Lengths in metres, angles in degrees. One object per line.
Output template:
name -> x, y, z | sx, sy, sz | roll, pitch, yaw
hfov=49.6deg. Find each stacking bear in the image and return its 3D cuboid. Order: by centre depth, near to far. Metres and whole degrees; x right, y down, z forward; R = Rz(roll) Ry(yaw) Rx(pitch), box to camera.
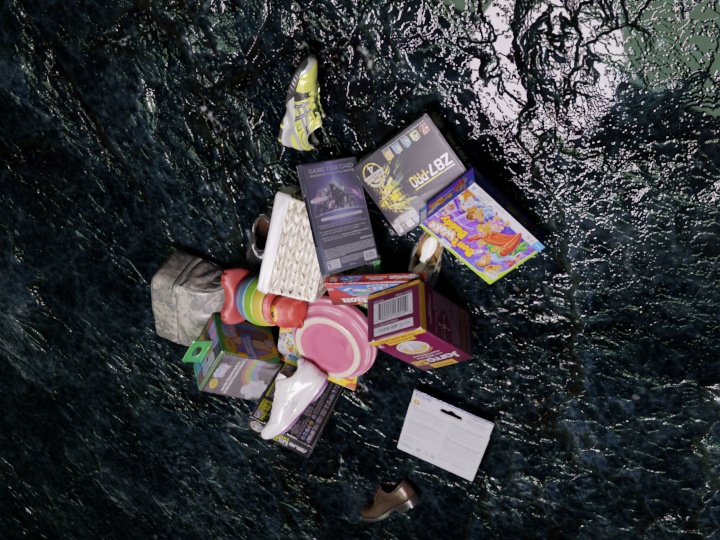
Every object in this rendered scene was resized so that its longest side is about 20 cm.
stacking bear -> -0.190, 0.068, 1.628 | 0.197, 0.112, 0.125 | 14, 107, 43

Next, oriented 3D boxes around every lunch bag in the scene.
lunch bag -> -0.372, 0.076, 1.778 | 0.164, 0.140, 0.203 | 19, 129, 13

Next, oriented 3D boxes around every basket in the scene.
basket -> -0.112, -0.051, 1.533 | 0.120, 0.136, 0.205 | 15, 104, 8

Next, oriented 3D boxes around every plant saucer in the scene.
plant saucer -> -0.061, 0.150, 1.637 | 0.196, 0.051, 0.205 | 13, 125, 19

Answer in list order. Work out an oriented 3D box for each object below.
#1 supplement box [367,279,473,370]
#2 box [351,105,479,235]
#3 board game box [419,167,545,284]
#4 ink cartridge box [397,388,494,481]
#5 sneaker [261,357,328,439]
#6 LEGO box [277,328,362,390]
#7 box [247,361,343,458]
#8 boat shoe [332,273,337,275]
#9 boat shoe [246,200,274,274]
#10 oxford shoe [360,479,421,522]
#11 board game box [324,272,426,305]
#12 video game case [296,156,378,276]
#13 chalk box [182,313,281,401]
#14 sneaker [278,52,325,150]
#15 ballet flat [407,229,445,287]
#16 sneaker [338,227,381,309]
supplement box -> 0.118, 0.112, 1.535 | 0.129, 0.106, 0.199 | -19, 148, 33
box -> 0.102, -0.179, 1.432 | 0.198, 0.049, 0.162 | -30, 104, 36
board game box -> 0.219, -0.076, 1.405 | 0.199, 0.045, 0.134 | 36, 126, -26
ink cartridge box -> 0.194, 0.366, 1.771 | 0.193, 0.043, 0.203 | 22, 127, 12
sneaker -> -0.157, 0.272, 1.669 | 0.099, 0.075, 0.201 | 41, 102, 2
LEGO box -> -0.079, 0.155, 1.733 | 0.196, 0.078, 0.151 | 20, 128, 12
box -> -0.146, 0.311, 1.791 | 0.157, 0.201, 0.045 | 23, 132, 7
boat shoe -> -0.130, 0.014, 1.673 | 0.197, 0.057, 0.068 | -18, 114, 33
boat shoe -> -0.211, -0.060, 1.655 | 0.071, 0.068, 0.202 | 30, 134, 2
oxford shoe -> 0.063, 0.574, 1.969 | 0.199, 0.072, 0.085 | -37, 87, 36
board game box -> 0.034, 0.038, 1.529 | 0.195, 0.020, 0.103 | -2, 154, 7
video game case -> -0.040, -0.104, 1.449 | 0.019, 0.141, 0.205 | -12, 93, 47
chalk box -> -0.296, 0.189, 1.728 | 0.197, 0.125, 0.125 | 19, 120, -33
sneaker -> -0.097, -0.309, 1.434 | 0.075, 0.076, 0.202 | 20, 139, 2
ballet flat -> 0.129, -0.028, 1.511 | 0.068, 0.071, 0.203 | 27, 130, 12
sneaker -> 0.000, 0.000, 1.572 | 0.083, 0.079, 0.204 | 1, 126, -6
